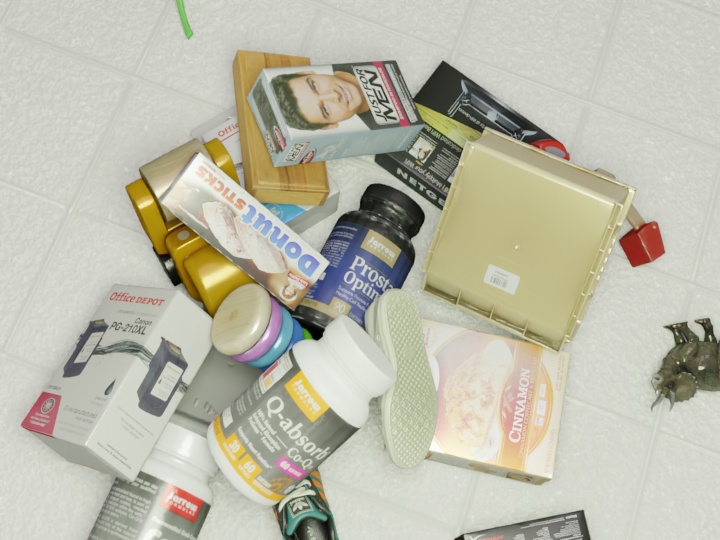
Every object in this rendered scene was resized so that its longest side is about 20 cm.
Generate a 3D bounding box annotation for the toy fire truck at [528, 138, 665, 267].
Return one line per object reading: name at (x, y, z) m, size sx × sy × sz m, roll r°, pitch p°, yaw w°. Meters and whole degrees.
toy fire truck at (0.288, -0.084, 1.315) m, size 0.139 × 0.049 × 0.203 m, roll -25°, pitch 90°, yaw -19°

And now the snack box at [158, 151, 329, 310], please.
snack box at (-0.131, -0.043, 1.180) m, size 0.199 × 0.024 × 0.072 m, roll 40°, pitch 84°, yaw -20°

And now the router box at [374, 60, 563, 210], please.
router box at (0.141, -0.154, 1.358) m, size 0.199 × 0.052 × 0.158 m, roll 36°, pitch 74°, yaw 8°

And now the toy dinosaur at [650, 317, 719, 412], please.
toy dinosaur at (0.435, 0.111, 1.292) m, size 0.196 × 0.077 × 0.104 m, roll -8°, pitch 84°, yaw -12°

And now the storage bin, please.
storage bin at (0.196, -0.036, 1.240) m, size 0.197 × 0.094 × 0.202 m, roll 24°, pitch 111°, yaw 15°

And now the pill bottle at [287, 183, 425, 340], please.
pill bottle at (0.000, 0.000, 1.267) m, size 0.110 × 0.112 × 0.202 m, roll 26°, pitch 72°, yaw 5°

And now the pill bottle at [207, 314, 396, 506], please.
pill bottle at (-0.062, 0.150, 1.125) m, size 0.200 × 0.116 × 0.117 m, roll -43°, pitch 78°, yaw 9°

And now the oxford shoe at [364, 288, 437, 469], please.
oxford shoe at (0.043, 0.124, 1.187) m, size 0.074 × 0.057 × 0.204 m, roll -4°, pitch 84°, yaw -34°

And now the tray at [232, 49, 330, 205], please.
tray at (-0.100, -0.178, 1.280) m, size 0.097 × 0.037 × 0.203 m, roll 2°, pitch 63°, yaw -21°

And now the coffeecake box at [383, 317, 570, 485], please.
coffeecake box at (0.139, 0.157, 1.245) m, size 0.196 × 0.073 × 0.156 m, roll 12°, pitch 72°, yaw 1°

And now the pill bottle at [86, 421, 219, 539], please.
pill bottle at (-0.233, 0.277, 1.157) m, size 0.112 × 0.114 × 0.203 m, roll 22°, pitch 72°, yaw 3°

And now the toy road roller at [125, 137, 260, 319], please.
toy road roller at (-0.179, -0.039, 1.224) m, size 0.122 × 0.202 × 0.146 m, roll -29°, pitch 54°, yaw -13°

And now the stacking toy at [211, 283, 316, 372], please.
stacking toy at (-0.080, 0.099, 1.206) m, size 0.084 × 0.200 × 0.087 m, roll -25°, pitch 45°, yaw 28°

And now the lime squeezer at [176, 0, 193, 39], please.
lime squeezer at (-0.287, -0.406, 1.428) m, size 0.199 × 0.038 × 0.071 m, roll 39°, pitch 104°, yaw 8°

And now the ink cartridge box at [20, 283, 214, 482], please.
ink cartridge box at (-0.269, 0.120, 1.175) m, size 0.143 × 0.084 × 0.202 m, roll 3°, pitch 55°, yaw 44°

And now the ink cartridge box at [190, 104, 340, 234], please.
ink cartridge box at (-0.127, -0.140, 1.327) m, size 0.115 × 0.067 × 0.201 m, roll -31°, pitch 76°, yaw -14°

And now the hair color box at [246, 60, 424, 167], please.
hair color box at (-0.028, -0.194, 1.263) m, size 0.197 × 0.061 × 0.100 m, roll -12°, pitch 69°, yaw -34°

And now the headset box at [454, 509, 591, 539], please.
headset box at (0.200, 0.388, 1.171) m, size 0.146 × 0.077 × 0.204 m, roll -10°, pitch 74°, yaw -7°

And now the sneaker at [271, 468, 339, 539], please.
sneaker at (-0.069, 0.263, 1.190) m, size 0.070 × 0.080 × 0.202 m, roll -24°, pitch 74°, yaw -9°
